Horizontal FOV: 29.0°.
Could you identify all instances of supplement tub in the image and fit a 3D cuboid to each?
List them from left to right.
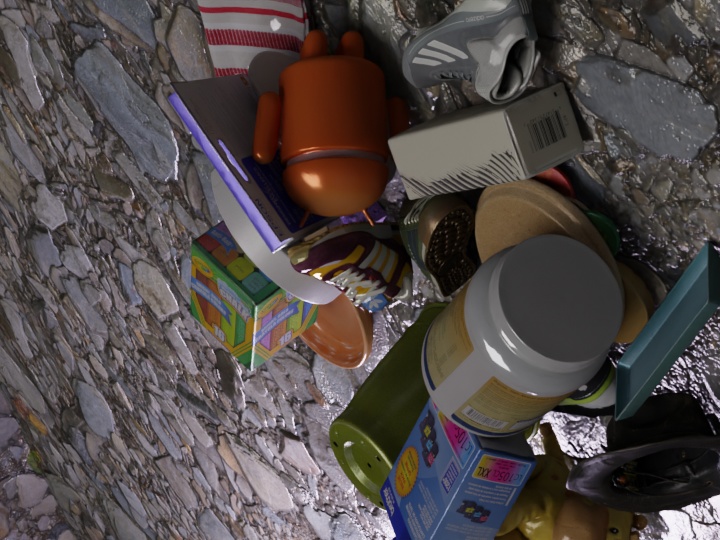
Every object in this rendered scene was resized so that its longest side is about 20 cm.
[{"bbox_3d":[0.150,0.063,1.311,0.145,0.144,0.200,50,153,8],"label":"supplement tub"}]

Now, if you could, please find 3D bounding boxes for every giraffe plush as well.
[{"bbox_3d":[0.221,0.275,1.525,0.161,0.199,0.175,22,116,37],"label":"giraffe plush"}]

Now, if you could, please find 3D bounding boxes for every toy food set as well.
[{"bbox_3d":[0.190,-0.013,1.372,0.199,0.048,0.200,1,122,58],"label":"toy food set"}]

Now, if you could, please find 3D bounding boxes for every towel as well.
[{"bbox_3d":[-0.111,-0.248,1.558,0.142,0.023,0.202,10,134,25],"label":"towel"}]

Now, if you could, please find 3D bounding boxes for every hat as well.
[{"bbox_3d":[0.297,0.169,1.360,0.198,0.082,0.201,1,151,1],"label":"hat"}]

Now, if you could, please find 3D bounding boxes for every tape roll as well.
[{"bbox_3d":[-0.082,-0.054,1.559,0.037,0.203,0.204,-38,88,22],"label":"tape roll"}]

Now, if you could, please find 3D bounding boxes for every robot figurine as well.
[{"bbox_3d":[-0.030,-0.144,1.442,0.116,0.143,0.203,-11,77,39],"label":"robot figurine"}]

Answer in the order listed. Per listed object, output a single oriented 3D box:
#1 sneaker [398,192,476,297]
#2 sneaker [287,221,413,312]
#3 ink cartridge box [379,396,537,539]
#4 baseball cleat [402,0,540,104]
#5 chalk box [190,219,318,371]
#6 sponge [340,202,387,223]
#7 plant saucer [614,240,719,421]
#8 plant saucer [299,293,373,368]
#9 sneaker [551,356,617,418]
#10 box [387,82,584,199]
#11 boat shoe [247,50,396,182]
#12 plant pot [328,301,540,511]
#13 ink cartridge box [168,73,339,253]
[{"bbox_3d":[0.071,-0.046,1.470,0.090,0.067,0.201,50,172,22],"label":"sneaker"},{"bbox_3d":[0.000,0.000,1.495,0.074,0.199,0.091,-22,83,33],"label":"sneaker"},{"bbox_3d":[0.092,0.229,1.453,0.202,0.076,0.137,-66,25,24],"label":"ink cartridge box"},{"bbox_3d":[0.097,-0.189,1.272,0.200,0.069,0.108,139,120,-63],"label":"baseball cleat"},{"bbox_3d":[-0.130,0.003,1.740,0.125,0.124,0.201,41,150,22],"label":"chalk box"},{"bbox_3d":[-0.056,-0.114,1.671,0.201,0.030,0.112,52,152,8],"label":"sponge"},{"bbox_3d":[0.280,0.060,1.275,0.019,0.070,0.201,15,140,-6],"label":"plant saucer"},{"bbox_3d":[-0.049,0.036,1.824,0.200,0.037,0.201,38,148,29],"label":"plant saucer"},{"bbox_3d":[0.222,0.130,1.458,0.082,0.072,0.200,37,168,-14],"label":"sneaker"},{"bbox_3d":[0.116,-0.120,1.325,0.199,0.082,0.069,-6,107,61],"label":"box"},{"bbox_3d":[-0.048,-0.160,1.541,0.199,0.072,0.068,35,153,-9],"label":"boat shoe"},{"bbox_3d":[0.073,0.175,1.616,0.200,0.192,0.202,38,149,28],"label":"plant pot"},{"bbox_3d":[-0.118,-0.115,1.472,0.043,0.200,0.199,-36,88,20],"label":"ink cartridge box"}]
